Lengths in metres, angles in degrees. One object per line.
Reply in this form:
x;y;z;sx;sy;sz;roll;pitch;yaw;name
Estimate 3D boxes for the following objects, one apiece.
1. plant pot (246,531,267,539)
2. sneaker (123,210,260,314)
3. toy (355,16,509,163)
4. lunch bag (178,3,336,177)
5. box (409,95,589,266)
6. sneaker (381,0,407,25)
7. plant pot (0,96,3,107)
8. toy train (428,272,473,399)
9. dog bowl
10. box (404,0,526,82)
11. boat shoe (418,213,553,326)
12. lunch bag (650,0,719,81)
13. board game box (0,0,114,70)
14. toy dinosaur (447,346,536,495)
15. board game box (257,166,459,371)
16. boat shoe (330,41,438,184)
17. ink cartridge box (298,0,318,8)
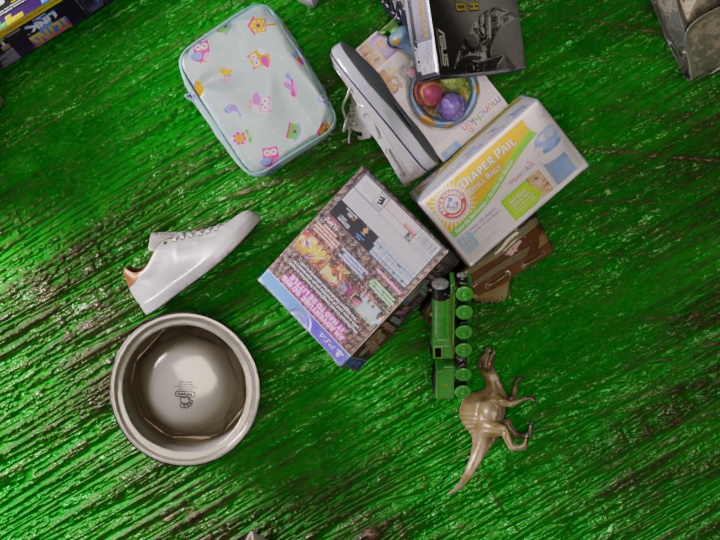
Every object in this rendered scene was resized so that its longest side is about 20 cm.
-0.099;0.491;1.538;0.176;0.200;0.202;24;95;-12;plant pot
-0.226;-0.031;1.557;0.199;0.073;0.085;-36;96;5;sneaker
0.097;-0.247;1.549;0.115;0.047;0.201;-39;92;5;toy
-0.136;-0.231;1.540;0.159;0.077;0.201;-32;93;4;lunch bag
0.173;-0.116;1.524;0.200;0.101;0.113;-41;101;4;box
0.048;-0.411;1.512;0.085;0.078;0.202;-19;82;-7;sneaker
-0.567;-0.209;1.498;0.199;0.200;0.177;41;83;-2;plant pot
0.116;0.086;1.537;0.056;0.042;0.202;-2;125;2;toy train
-0.227;0.151;1.572;0.197;0.074;0.203;0;95;0;dog bowl
0.127;-0.344;1.498;0.157;0.048;0.203;-11;95;-37;box
0.168;0.010;1.555;0.199;0.076;0.074;-40;96;4;boat shoe
0.456;-0.359;1.503;0.163;0.118;0.202;-25;99;3;lunch bag
-0.418;-0.361;1.502;0.199;0.057;0.166;-29;55;3;board game box
0.178;0.207;1.589;0.100;0.058;0.202;11;87;15;toy dinosaur
0.000;0.000;1.524;0.200;0.097;0.159;-46;74;4;board game box
0.010;-0.195;1.548;0.086;0.075;0.202;-35;104;19;boat shoe
-0.126;-0.423;1.490;0.199;0.145;0.085;31;94;-2;ink cartridge box
